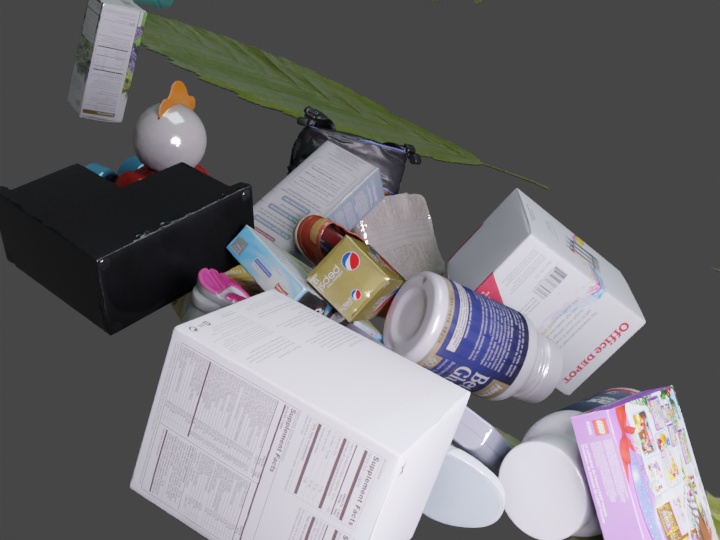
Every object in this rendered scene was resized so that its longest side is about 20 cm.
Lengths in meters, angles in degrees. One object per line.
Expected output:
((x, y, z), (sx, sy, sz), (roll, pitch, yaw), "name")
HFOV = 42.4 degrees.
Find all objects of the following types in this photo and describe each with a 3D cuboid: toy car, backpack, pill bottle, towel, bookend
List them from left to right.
((-0.254, -0.051, 1.004), (0.199, 0.093, 0.198), (27, 43, 33), "bookend")
((-0.247, -0.151, 1.224), (0.183, 0.201, 0.177), (26, 21, 15), "toy car")
((-0.030, -0.148, 1.465), (0.199, 0.155, 0.190), (20, -2, -10), "backpack")
((0.057, -0.043, 1.354), (0.034, 0.134, 0.199), (-17, -1, 34), "towel")
((0.135, 0.086, 1.078), (0.199, 0.112, 0.111), (23, 17, -25), "pill bottle")
((0.223, 0.189, 0.902), (0.119, 0.120, 0.199), (32, 24, 32), "pill bottle")

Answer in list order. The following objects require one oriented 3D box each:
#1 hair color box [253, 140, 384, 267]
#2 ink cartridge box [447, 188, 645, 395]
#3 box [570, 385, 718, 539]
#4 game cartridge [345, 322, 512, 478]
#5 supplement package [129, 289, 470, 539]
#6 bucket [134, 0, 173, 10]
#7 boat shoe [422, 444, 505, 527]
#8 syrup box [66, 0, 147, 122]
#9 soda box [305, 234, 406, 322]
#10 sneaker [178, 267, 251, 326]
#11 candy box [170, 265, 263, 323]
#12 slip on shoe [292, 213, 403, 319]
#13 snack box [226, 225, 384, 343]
((-0.071, -0.075, 1.233), (0.099, 0.061, 0.200), (32, 64, 31), "hair color box")
((0.235, 0.028, 1.197), (0.199, 0.145, 0.145), (36, 23, -16), "ink cartridge box")
((0.257, 0.210, 0.807), (0.039, 0.202, 0.136), (-21, -11, 40), "box")
((0.064, 0.130, 0.938), (0.200, 0.042, 0.133), (34, -4, 35), "game cartridge")
((-0.047, 0.136, 0.742), (0.199, 0.152, 0.152), (26, 20, 19), "supplement package")
((-0.628, -0.890, 2.788), (0.134, 0.208, 0.207), (10, 22, -29), "bucket")
((0.047, 0.164, 0.872), (0.199, 0.071, 0.091), (22, 22, 10), "boat shoe")
((-0.438, -0.365, 1.597), (0.081, 0.201, 0.079), (2, 26, -36), "syrup box")
((0.001, 0.011, 1.039), (0.068, 0.064, 0.200), (44, 5, 7), "soda box")
((-0.112, 0.075, 0.949), (0.200, 0.088, 0.081), (33, 9, -41), "sneaker")
((-0.161, 0.020, 1.072), (0.115, 0.056, 0.200), (8, 25, -33), "candy box")
((0.000, 0.000, 1.179), (0.200, 0.074, 0.061), (41, -17, -27), "slip on shoe")
((-0.055, 0.029, 1.039), (0.116, 0.037, 0.200), (45, 5, 34), "snack box")
